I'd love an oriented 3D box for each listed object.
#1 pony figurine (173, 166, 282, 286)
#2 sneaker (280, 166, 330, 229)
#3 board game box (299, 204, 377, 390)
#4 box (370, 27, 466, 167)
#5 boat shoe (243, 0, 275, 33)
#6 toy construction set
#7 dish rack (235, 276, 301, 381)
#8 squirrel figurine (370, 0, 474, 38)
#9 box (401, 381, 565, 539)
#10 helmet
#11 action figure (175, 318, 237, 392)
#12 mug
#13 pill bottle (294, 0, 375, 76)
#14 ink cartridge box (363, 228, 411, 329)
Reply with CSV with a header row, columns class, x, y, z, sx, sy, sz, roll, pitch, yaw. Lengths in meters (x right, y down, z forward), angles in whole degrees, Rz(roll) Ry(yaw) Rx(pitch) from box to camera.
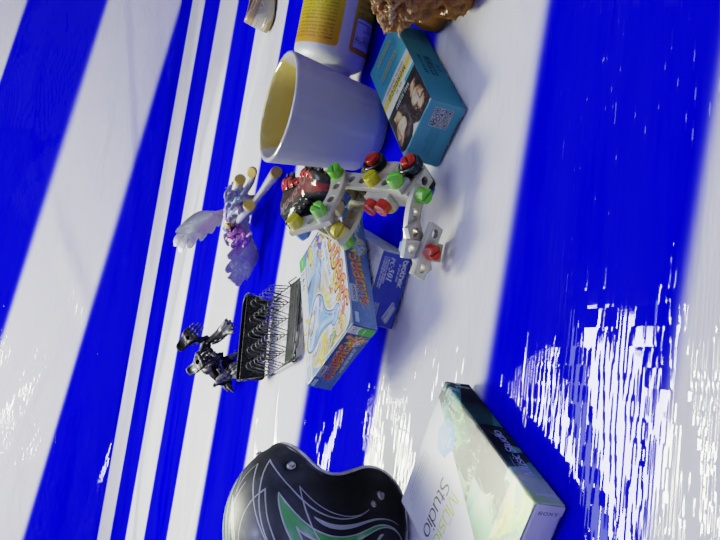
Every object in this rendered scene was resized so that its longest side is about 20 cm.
class,x,y,z,sx,sy,sz,roll,pitch,yaw
pony figurine,-0.237,-0.096,1.644,0.194,0.165,0.201,-56,2,-38
sneaker,-0.076,-0.107,1.331,0.200,0.070,0.100,171,108,-68
board game box,-0.032,0.028,1.095,0.136,0.034,0.203,-55,31,41
box,0.066,-0.221,1.071,0.202,0.048,0.083,-107,35,-48
boat shoe,-0.221,-0.620,1.897,0.074,0.068,0.204,141,135,-57
toy construction set,0.018,-0.069,1.006,0.198,0.093,0.132,21,65,35
dish rack,-0.149,0.096,1.437,0.200,0.054,0.157,147,129,-60
squirrel figurine,0.039,-0.361,1.019,0.201,0.183,0.143,-116,43,-54
box,0.105,0.217,0.807,0.200,0.036,0.147,-130,54,-60
helmet,-0.059,0.297,0.961,0.199,0.187,0.204,-170,90,-66
action figure,-0.265,0.161,1.626,0.120,0.101,0.200,61,-176,18
mug,-0.048,-0.221,1.210,0.189,0.150,0.151,-102,32,-44
pill bottle,-0.038,-0.362,1.297,0.112,0.111,0.204,-161,82,-67
ink cartridge box,0.000,0.000,1.138,0.200,0.043,0.096,-143,68,-65
